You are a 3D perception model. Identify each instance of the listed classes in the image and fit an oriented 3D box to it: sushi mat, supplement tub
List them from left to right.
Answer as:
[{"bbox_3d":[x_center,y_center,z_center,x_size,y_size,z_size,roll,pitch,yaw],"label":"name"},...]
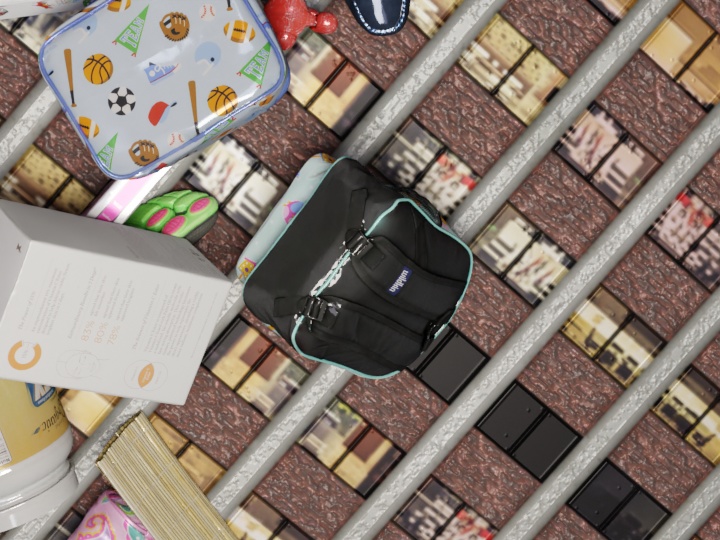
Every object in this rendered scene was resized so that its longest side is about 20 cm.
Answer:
[{"bbox_3d":[-0.347,0.125,1.540,0.144,0.145,0.201,-19,103,-1],"label":"supplement tub"},{"bbox_3d":[-0.172,0.231,1.608,0.012,0.096,0.200,-27,106,32],"label":"sushi mat"}]

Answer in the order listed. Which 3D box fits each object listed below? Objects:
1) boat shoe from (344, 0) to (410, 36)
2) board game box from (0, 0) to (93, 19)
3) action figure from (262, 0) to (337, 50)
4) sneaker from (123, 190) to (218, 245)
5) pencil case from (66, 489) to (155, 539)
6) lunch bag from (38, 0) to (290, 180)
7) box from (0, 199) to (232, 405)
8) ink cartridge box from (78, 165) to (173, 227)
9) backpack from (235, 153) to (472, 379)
[{"bbox_3d":[0.000,-0.307,1.521,0.084,0.069,0.201,-16,103,-2],"label":"boat shoe"},{"bbox_3d":[-0.254,-0.293,1.491,0.199,0.035,0.127,-8,75,-4],"label":"board game box"},{"bbox_3d":[-0.110,-0.219,1.530,0.199,0.099,0.066,5,78,17],"label":"action figure"},{"bbox_3d":[-0.200,0.009,1.577,0.200,0.077,0.084,-50,134,1],"label":"sneaker"},{"bbox_3d":[-0.265,0.305,1.615,0.087,0.087,0.200,36,94,-11],"label":"pencil case"},{"bbox_3d":[-0.163,-0.181,1.441,0.199,0.076,0.161,-31,90,4],"label":"lunch bag"},{"bbox_3d":[-0.232,0.029,1.454,0.199,0.097,0.125,13,107,-38],"label":"box"},{"bbox_3d":[-0.228,-0.054,1.539,0.037,0.095,0.200,38,96,-11],"label":"ink cartridge box"},{"bbox_3d":[0.000,0.000,1.536,0.200,0.153,0.176,28,98,-48],"label":"backpack"}]
